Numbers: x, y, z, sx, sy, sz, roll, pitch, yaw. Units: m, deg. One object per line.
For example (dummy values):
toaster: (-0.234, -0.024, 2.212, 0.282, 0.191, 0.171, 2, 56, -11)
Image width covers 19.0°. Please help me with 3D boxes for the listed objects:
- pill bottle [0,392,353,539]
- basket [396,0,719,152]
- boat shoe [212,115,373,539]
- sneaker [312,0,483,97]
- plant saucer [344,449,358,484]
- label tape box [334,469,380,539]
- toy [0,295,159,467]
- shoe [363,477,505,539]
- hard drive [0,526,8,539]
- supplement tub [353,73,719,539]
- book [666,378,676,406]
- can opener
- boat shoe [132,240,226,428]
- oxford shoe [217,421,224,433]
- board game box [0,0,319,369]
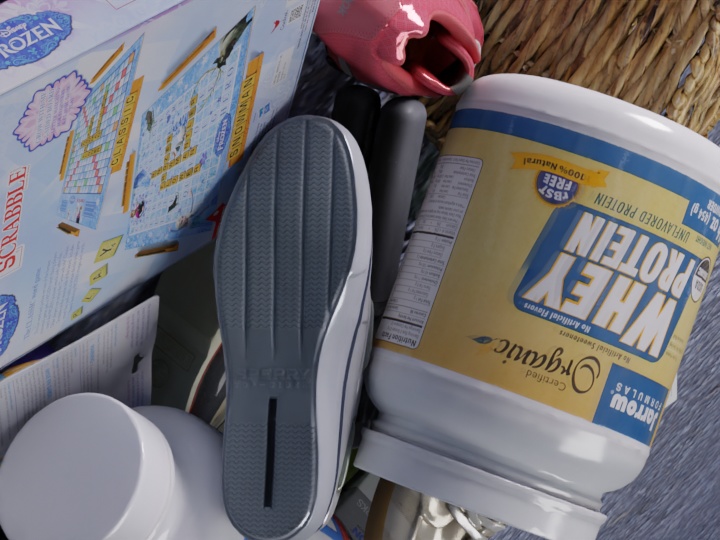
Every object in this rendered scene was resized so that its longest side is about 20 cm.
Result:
pill bottle: (-0.090, 0.133, 1.060, 0.112, 0.112, 0.200, -46, 142, 0)
basket: (0.148, -0.122, 1.180, 0.200, 0.143, 0.149, -54, 158, 19)
boat shoe: (-0.031, 0.029, 1.014, 0.067, 0.073, 0.201, 14, 84, -74)
sneaker: (0.024, -0.108, 1.044, 0.074, 0.087, 0.200, -49, 160, 10)
plant saucer: (-0.061, 0.156, 1.373, 0.200, 0.031, 0.200, -42, -179, 1)
label tape box: (-0.028, 0.191, 1.319, 0.144, 0.063, 0.200, -42, -179, 35)
toy: (-0.191, 0.075, 1.019, 0.200, 0.047, 0.115, -33, 159, -24)
shoe: (0.068, 0.090, 1.123, 0.070, 0.053, 0.200, 40, 78, -43)
hard drive: (-0.130, 0.132, 1.262, 0.200, 0.033, 0.140, -32, 155, -34)
supplement tub: (0.087, 0.020, 1.034, 0.201, 0.144, 0.145, -71, 159, -4)
book: (0.101, 0.053, 1.203, 0.200, 0.048, 0.134, -25, 127, -32)
can opener: (0.000, 0.000, 1.155, 0.067, 0.053, 0.201, -23, 126, -67)
boat shoe: (-0.094, 0.054, 1.139, 0.062, 0.071, 0.200, 1, 124, -57)
oxford shoe: (-0.063, 0.056, 1.202, 0.200, 0.058, 0.075, -52, 176, -8)
board game box: (-0.109, -0.058, 0.939, 0.199, 0.041, 0.200, -33, 156, -35)
